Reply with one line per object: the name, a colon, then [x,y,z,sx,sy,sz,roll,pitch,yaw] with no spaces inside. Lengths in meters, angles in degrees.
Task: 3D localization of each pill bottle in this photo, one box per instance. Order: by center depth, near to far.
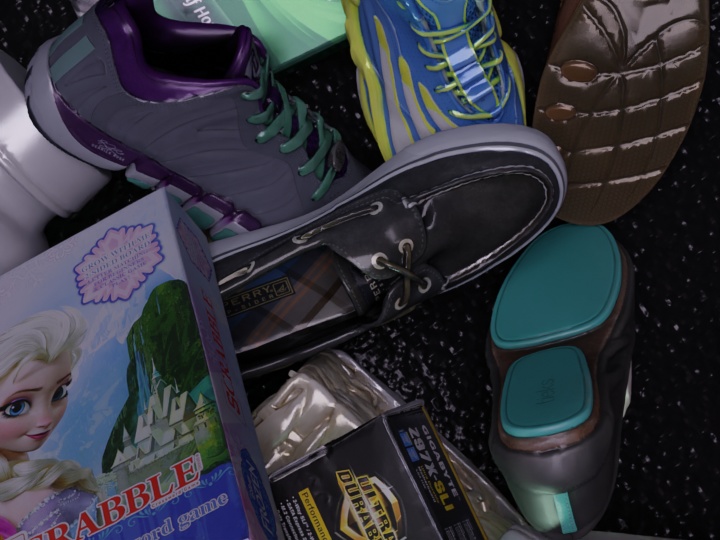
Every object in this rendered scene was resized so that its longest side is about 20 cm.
pill bottle: [-0.215,-0.007,0.996,0.200,0.111,0.111,-42,87,3]

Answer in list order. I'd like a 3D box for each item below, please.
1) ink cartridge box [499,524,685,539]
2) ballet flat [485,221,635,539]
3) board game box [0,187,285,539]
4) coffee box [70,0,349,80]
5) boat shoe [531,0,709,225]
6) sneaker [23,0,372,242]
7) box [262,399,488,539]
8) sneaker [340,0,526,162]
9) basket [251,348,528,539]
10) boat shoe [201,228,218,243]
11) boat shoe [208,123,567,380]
ink cartridge box: [0.149,0.194,0.917,0.199,0.085,0.145,8,97,-22]
ballet flat: [0.088,0.051,0.947,0.068,0.200,0.069,-9,115,16]
board game box: [-0.139,0.086,0.870,0.200,0.041,0.200,-28,44,8]
coffee box: [-0.041,-0.157,1.015,0.199,0.044,0.123,-24,89,4]
boat shoe: [0.127,-0.119,0.992,0.072,0.068,0.201,13,108,2]
sneaker: [-0.046,-0.060,0.959,0.200,0.088,0.075,24,48,-25]
box: [-0.004,0.176,0.854,0.159,0.049,0.200,-30,80,22]
sneaker: [0.028,-0.104,0.941,0.076,0.105,0.201,-18,103,3]
basket: [-0.036,0.149,0.974,0.136,0.123,0.200,42,94,5]
boat shoe: [-0.111,0.059,1.013,0.068,0.075,0.200,43,92,-15]
boat shoe: [0.000,0.000,0.940,0.199,0.057,0.069,-23,119,6]
